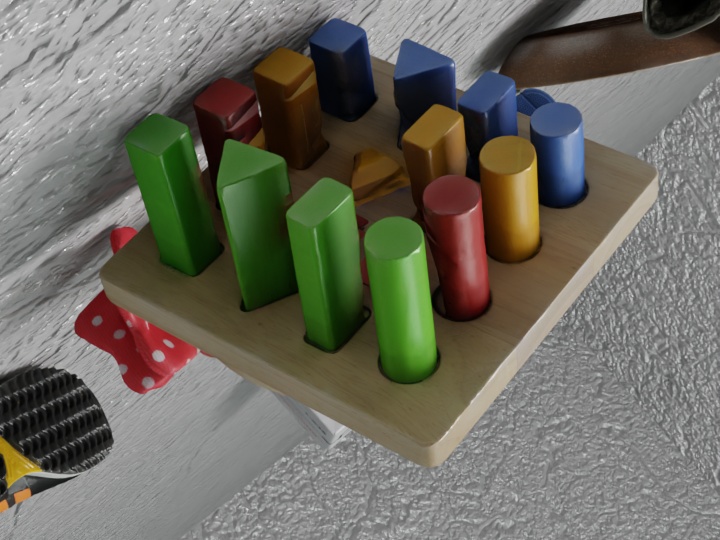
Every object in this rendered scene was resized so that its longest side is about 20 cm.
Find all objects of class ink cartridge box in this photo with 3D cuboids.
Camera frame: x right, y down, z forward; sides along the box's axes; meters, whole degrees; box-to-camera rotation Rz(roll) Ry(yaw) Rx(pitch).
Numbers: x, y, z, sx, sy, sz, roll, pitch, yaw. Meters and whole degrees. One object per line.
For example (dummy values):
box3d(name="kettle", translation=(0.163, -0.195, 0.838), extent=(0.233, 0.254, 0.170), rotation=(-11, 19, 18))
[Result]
box3d(name="ink cartridge box", translation=(-0.048, 0.134, 1.852), extent=(0.067, 0.116, 0.200), rotation=(-41, 174, -11))

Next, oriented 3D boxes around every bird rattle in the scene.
box3d(name="bird rattle", translation=(-0.048, 0.007, 0.896), extent=(0.200, 0.163, 0.113), rotation=(-48, 164, -57))

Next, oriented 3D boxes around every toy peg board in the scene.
box3d(name="toy peg board", translation=(0.006, -0.045, 0.768), extent=(0.199, 0.200, 0.098), rotation=(-47, 147, -30))

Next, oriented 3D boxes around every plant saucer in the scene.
box3d(name="plant saucer", translation=(0.198, -0.176, 1.268), extent=(0.200, 0.037, 0.200), rotation=(-11, -169, 2))

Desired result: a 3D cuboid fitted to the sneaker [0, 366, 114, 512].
box3d(name="sneaker", translation=(-0.229, 0.115, 0.959), extent=(0.090, 0.070, 0.200), rotation=(-28, 180, 27))

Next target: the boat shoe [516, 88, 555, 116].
box3d(name="boat shoe", translation=(0.106, -0.081, 1.517), extent=(0.200, 0.072, 0.072), rotation=(-41, 175, -3))

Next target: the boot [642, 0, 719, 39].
box3d(name="boot", translation=(0.247, -0.210, 1.124), extent=(0.200, 0.072, 0.182), rotation=(-56, 172, -40))
